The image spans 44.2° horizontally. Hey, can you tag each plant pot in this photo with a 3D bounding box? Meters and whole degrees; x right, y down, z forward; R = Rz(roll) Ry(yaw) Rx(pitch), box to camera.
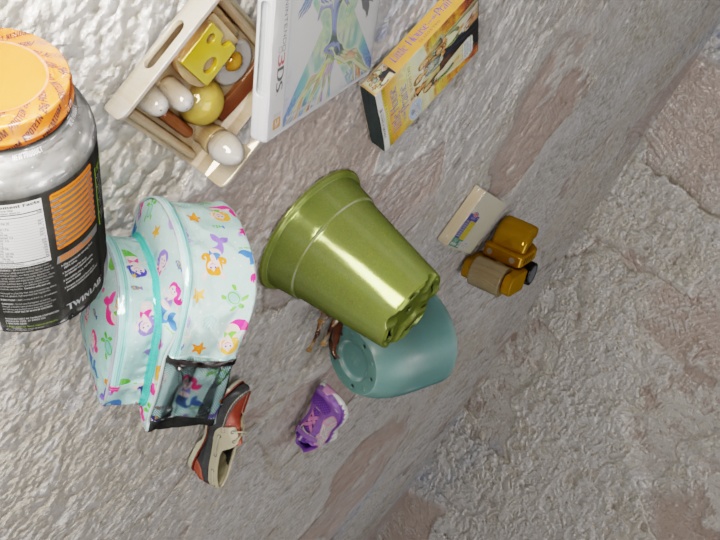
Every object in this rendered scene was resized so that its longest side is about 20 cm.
[{"bbox_3d":[0.043,0.131,1.553,0.161,0.201,0.201,-19,145,-38],"label":"plant pot"},{"bbox_3d":[0.000,0.000,1.193,0.200,0.190,0.200,-45,161,-20],"label":"plant pot"}]

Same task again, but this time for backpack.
[{"bbox_3d":[-0.180,0.030,0.842,0.150,0.178,0.200,8,123,-34],"label":"backpack"}]

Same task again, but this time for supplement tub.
[{"bbox_3d":[-0.243,-0.058,0.617,0.122,0.122,0.200,-38,157,-34],"label":"supplement tub"}]

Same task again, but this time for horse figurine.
[{"bbox_3d":[-0.042,0.050,1.389,0.200,0.050,0.133,91,23,-49],"label":"horse figurine"}]

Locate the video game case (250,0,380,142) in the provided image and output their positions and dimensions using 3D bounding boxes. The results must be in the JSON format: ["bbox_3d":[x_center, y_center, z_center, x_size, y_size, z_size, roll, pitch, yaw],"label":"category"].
[{"bbox_3d":[-0.035,-0.239,0.838,0.200,0.022,0.183,-45,153,-46],"label":"video game case"}]

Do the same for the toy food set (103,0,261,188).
[{"bbox_3d":[-0.127,-0.160,0.797,0.144,0.060,0.200,-52,162,1],"label":"toy food set"}]

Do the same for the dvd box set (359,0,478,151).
[{"bbox_3d":[0.080,-0.262,1.141,0.200,0.029,0.146,-48,161,-12],"label":"dvd box set"}]

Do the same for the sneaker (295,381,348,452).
[{"bbox_3d":[-0.084,0.297,1.735,0.088,0.081,0.200,-31,154,-30],"label":"sneaker"}]

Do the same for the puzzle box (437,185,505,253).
[{"bbox_3d":[0.229,-0.101,1.803,0.133,0.025,0.200,-54,161,9],"label":"puzzle box"}]

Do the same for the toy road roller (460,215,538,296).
[{"bbox_3d":[0.331,-0.039,2.027,0.200,0.123,0.147,-26,135,-53],"label":"toy road roller"}]

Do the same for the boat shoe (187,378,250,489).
[{"bbox_3d":[-0.209,0.255,1.378,0.071,0.063,0.200,-19,142,-55],"label":"boat shoe"}]
